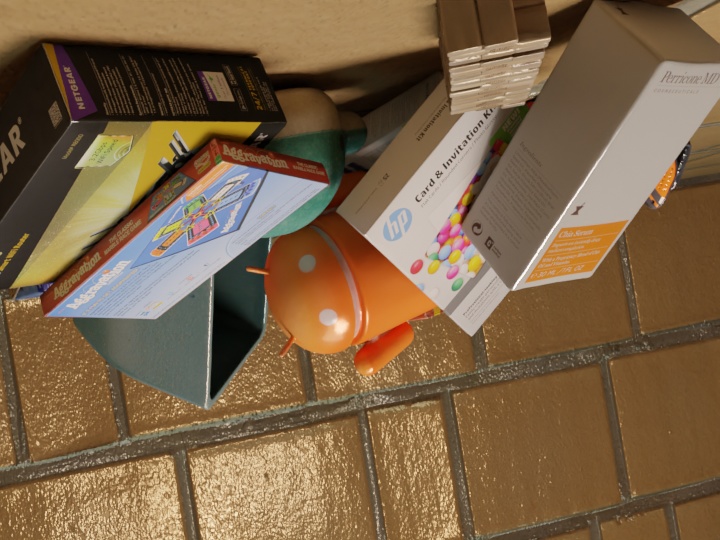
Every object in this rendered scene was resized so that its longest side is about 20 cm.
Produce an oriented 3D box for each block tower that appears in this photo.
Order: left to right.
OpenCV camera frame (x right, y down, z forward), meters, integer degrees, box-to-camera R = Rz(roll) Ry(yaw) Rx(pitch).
[{"bbox_3d":[0.072,-0.133,0.561,0.053,0.059,0.200,-9,-179,6],"label":"block tower"}]

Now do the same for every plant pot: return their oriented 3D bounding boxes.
[{"bbox_3d":[-0.229,0.011,1.151,0.196,0.200,0.196,13,-154,12],"label":"plant pot"}]

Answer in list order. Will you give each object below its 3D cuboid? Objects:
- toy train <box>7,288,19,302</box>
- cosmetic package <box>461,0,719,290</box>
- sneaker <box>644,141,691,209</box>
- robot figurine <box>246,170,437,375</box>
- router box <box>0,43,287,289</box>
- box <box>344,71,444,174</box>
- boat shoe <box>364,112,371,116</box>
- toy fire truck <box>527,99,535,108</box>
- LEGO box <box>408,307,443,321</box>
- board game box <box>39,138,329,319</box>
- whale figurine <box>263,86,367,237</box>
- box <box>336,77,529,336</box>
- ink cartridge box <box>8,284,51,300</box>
[{"bbox_3d":[-0.223,-0.037,0.843,0.114,0.086,0.201,-22,-156,10],"label":"toy train"},{"bbox_3d":[0.166,-0.085,0.694,0.100,0.072,0.202,-8,139,-39],"label":"cosmetic package"},{"bbox_3d":[0.287,-0.103,1.100,0.078,0.112,0.200,-43,-179,-43],"label":"sneaker"},{"bbox_3d":[0.001,0.002,0.848,0.197,0.146,0.117,-22,-135,-26],"label":"robot figurine"},{"bbox_3d":[-0.164,-0.060,0.622,0.156,0.053,0.199,-10,158,-46],"label":"router box"},{"bbox_3d":[0.053,-0.098,0.870,0.143,0.037,0.198,19,154,-36],"label":"box"},{"bbox_3d":[0.075,-0.121,0.955,0.198,0.063,0.074,18,174,-36],"label":"boat shoe"},{"bbox_3d":[0.205,-0.154,1.075,0.139,0.050,0.199,-10,178,-30],"label":"toy fire truck"},{"bbox_3d":[0.002,-0.039,1.093,0.146,0.204,0.077,-10,179,20],"label":"LEGO box"},{"bbox_3d":[-0.123,-0.020,0.663,0.199,0.020,0.102,-34,158,31],"label":"board game box"},{"bbox_3d":[-0.068,-0.081,0.770,0.156,0.106,0.200,-11,-177,5],"label":"whale figurine"},{"bbox_3d":[0.087,-0.053,0.766,0.041,0.157,0.200,40,179,40],"label":"box"},{"bbox_3d":[-0.545,0.001,1.767,0.135,0.078,0.198,-9,177,-40],"label":"ink cartridge box"}]
